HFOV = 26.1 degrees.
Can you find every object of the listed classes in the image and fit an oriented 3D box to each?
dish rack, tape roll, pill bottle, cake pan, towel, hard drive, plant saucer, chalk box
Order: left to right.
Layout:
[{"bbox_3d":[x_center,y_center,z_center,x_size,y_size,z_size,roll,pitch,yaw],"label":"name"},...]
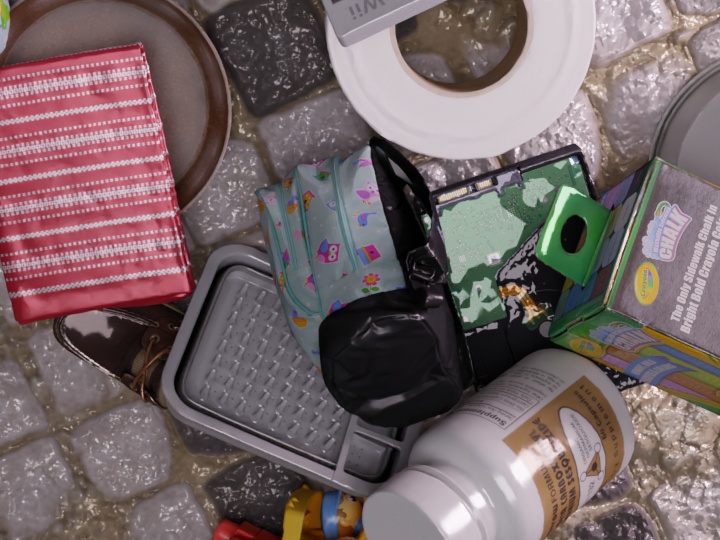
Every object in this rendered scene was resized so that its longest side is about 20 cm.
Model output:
[{"bbox_3d":[-0.212,-0.063,1.174,0.145,0.022,0.200,-10,102,3],"label":"towel"},{"bbox_3d":[-0.198,-0.125,1.187,0.200,0.034,0.200,0,103,-1],"label":"plant saucer"},{"bbox_3d":[-0.048,0.082,1.194,0.200,0.172,0.044,25,141,-8],"label":"dish rack"},{"bbox_3d":[0.073,-0.187,1.164,0.202,0.071,0.203,0,103,-1],"label":"tape roll"},{"bbox_3d":[0.100,0.149,1.134,0.200,0.114,0.114,-32,106,-37],"label":"pill bottle"},{"bbox_3d":[0.137,0.015,1.230,0.140,0.038,0.200,-19,104,2],"label":"hard drive"},{"bbox_3d":[0.220,0.007,1.130,0.200,0.124,0.124,25,73,-6],"label":"chalk box"},{"bbox_3d":[0.327,-0.075,1.216,0.200,0.037,0.200,-1,103,-2],"label":"cake pan"}]

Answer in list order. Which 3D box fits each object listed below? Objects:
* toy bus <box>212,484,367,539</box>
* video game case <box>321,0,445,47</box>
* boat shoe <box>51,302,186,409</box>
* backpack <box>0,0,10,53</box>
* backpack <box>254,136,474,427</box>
[{"bbox_3d":[-0.027,0.238,1.242,0.192,0.136,0.200,27,99,8],"label":"toy bus"},{"bbox_3d":[0.018,-0.269,1.105,0.143,0.018,0.200,-24,65,6],"label":"video game case"},{"bbox_3d":[-0.148,0.073,1.215,0.200,0.072,0.072,25,101,-7],"label":"boat shoe"},{"bbox_3d":[-0.336,-0.219,1.102,0.163,0.154,0.200,-17,111,14],"label":"backpack"},{"bbox_3d":[0.000,0.000,1.144,0.127,0.200,0.167,-16,145,-2],"label":"backpack"}]
